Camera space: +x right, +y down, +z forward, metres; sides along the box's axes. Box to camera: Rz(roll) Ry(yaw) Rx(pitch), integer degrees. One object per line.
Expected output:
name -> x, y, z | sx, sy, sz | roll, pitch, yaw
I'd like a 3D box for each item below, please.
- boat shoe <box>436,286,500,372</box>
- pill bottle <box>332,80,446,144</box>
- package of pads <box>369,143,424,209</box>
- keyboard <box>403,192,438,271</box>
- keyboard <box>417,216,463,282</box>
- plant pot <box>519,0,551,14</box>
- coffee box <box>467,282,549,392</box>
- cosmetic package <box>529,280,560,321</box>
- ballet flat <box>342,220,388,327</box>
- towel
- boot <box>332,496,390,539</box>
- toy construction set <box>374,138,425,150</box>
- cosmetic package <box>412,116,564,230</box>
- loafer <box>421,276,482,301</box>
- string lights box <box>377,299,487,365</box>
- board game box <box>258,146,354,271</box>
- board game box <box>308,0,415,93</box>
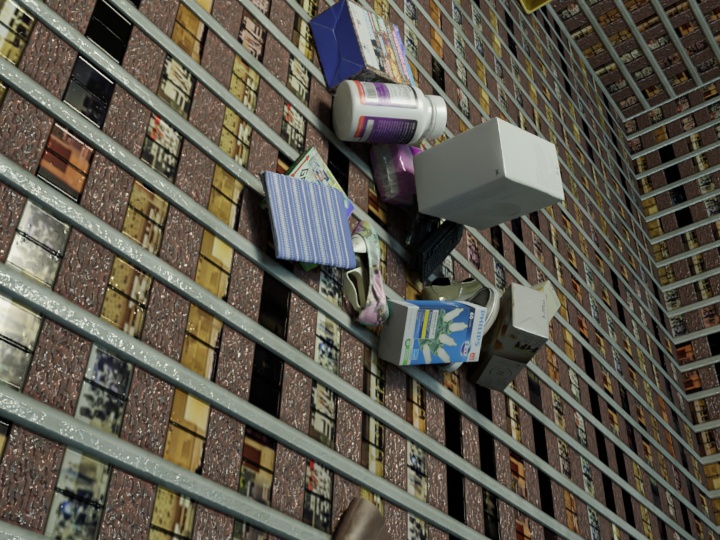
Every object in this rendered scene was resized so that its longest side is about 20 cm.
boat shoe -> 0.197, 0.100, 1.581 | 0.200, 0.070, 0.066 | -51, 128, -19
pill bottle -> 0.056, -0.295, 1.558 | 0.199, 0.111, 0.112 | 0, 66, -22
package of pads -> 0.104, -0.189, 1.681 | 0.200, 0.075, 0.121 | 7, 69, -56
keyboard -> 0.122, -0.099, 1.619 | 0.127, 0.021, 0.201 | 15, 84, -61
keyboard -> 0.163, -0.072, 1.645 | 0.200, 0.021, 0.127 | -45, 138, -48
plant pot -> 0.675, -1.124, 3.136 | 0.196, 0.194, 0.200 | 57, 22, -17
coffee box -> 0.289, 0.135, 1.627 | 0.079, 0.200, 0.115 | 18, 46, -9
cosmetic package -> 0.386, 0.097, 1.913 | 0.071, 0.105, 0.200 | 63, 29, -3
ballet flat -> 0.000, 0.000, 1.408 | 0.071, 0.069, 0.201 | 8, 62, -35
towel -> -0.081, -0.076, 1.314 | 0.200, 0.024, 0.145 | 8, 65, -54
boot -> 0.010, 0.434, 1.130 | 0.187, 0.064, 0.200 | 64, 25, -10
toy construction set -> 0.094, -0.299, 1.702 | 0.092, 0.131, 0.200 | 31, 10, 34
cosmetic package -> 0.239, -0.175, 1.554 | 0.200, 0.199, 0.123 | 10, 67, -46
loafer -> 0.182, 0.039, 1.652 | 0.200, 0.075, 0.070 | -21, 85, -59
string lights box -> 0.128, 0.107, 1.448 | 0.200, 0.059, 0.103 | 2, 99, -40
board game box -> -0.084, -0.107, 1.372 | 0.135, 0.029, 0.200 | 55, 32, -18
board game box -> 0.008, -0.433, 1.673 | 0.200, 0.097, 0.160 | 5, 66, -57
